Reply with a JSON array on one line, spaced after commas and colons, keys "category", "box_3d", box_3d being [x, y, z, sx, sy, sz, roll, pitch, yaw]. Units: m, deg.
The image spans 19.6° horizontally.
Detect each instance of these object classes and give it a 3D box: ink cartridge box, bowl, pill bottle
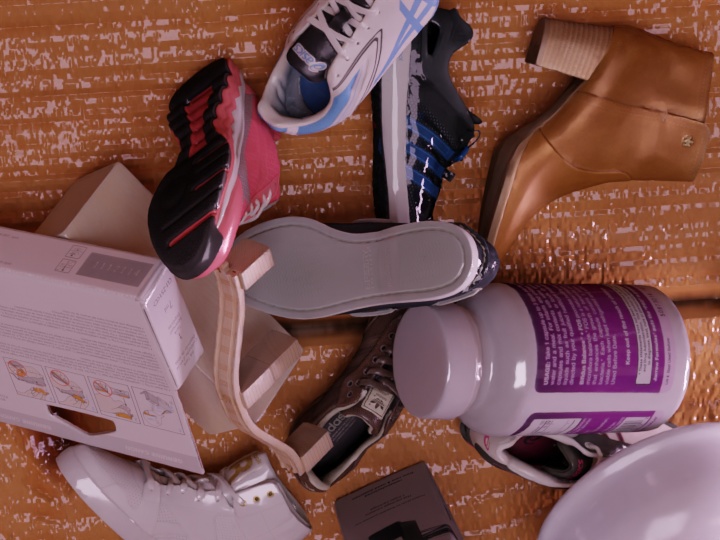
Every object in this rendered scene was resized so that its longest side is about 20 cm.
[{"category": "ink cartridge box", "box_3d": [-0.204, 0.051, 1.474, 0.200, 0.045, 0.176, 11, 139, 26]}, {"category": "ink cartridge box", "box_3d": [0.055, 0.256, 1.557, 0.083, 0.200, 0.147, -25, 112, 2]}, {"category": "bowl", "box_3d": [0.239, 0.213, 1.572, 0.201, 0.090, 0.201, -15, 139, -13]}, {"category": "pill bottle", "box_3d": [0.129, 0.064, 1.516, 0.200, 0.112, 0.112, 1, 111, -28]}]

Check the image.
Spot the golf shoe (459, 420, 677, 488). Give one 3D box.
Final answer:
[{"category": "golf shoe", "box_3d": [0.174, 0.146, 1.594, 0.200, 0.088, 0.077, 13, 107, -13]}]

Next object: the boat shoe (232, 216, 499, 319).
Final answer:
[{"category": "boat shoe", "box_3d": [0.000, 0.000, 1.467, 0.200, 0.060, 0.076, 3, 87, 28]}]

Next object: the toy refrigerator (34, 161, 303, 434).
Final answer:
[{"category": "toy refrigerator", "box_3d": [-0.142, 0.023, 1.502, 0.200, 0.070, 0.076, 46, 55, -20]}]

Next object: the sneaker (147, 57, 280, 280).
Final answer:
[{"category": "sneaker", "box_3d": [-0.085, -0.061, 1.429, 0.074, 0.200, 0.087, -31, 125, 29]}]

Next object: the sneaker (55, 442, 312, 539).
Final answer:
[{"category": "sneaker", "box_3d": [-0.125, 0.163, 1.569, 0.116, 0.074, 0.200, -44, 122, 7]}]

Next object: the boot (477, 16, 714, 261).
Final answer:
[{"category": "boot", "box_3d": [0.173, -0.078, 1.516, 0.144, 0.071, 0.201, 15, 103, -10]}]

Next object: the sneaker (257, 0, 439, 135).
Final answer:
[{"category": "sneaker", "box_3d": [-0.005, -0.165, 1.411, 0.072, 0.072, 0.200, 44, 129, 13]}]

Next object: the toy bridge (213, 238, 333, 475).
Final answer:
[{"category": "toy bridge", "box_3d": [-0.071, 0.070, 1.455, 0.067, 0.027, 0.200, -44, 136, -30]}]

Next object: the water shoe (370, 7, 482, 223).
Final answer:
[{"category": "water shoe", "box_3d": [0.050, -0.089, 1.497, 0.079, 0.072, 0.200, -6, 112, -8]}]

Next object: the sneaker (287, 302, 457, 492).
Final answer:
[{"category": "sneaker", "box_3d": [0.020, 0.086, 1.555, 0.070, 0.076, 0.200, 31, 104, -17]}]
